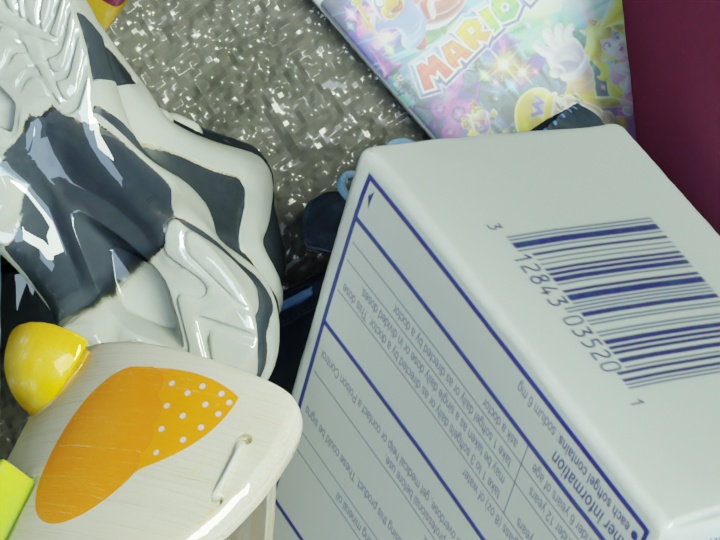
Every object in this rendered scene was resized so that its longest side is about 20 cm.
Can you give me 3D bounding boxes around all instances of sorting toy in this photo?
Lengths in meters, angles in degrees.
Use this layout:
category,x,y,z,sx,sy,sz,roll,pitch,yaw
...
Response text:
category,x,y,z,sx,sy,sz,roll,pitch,yaw
sorting toy,-0.106,0.130,0.797,0.106,0.200,0.180,28,61,13

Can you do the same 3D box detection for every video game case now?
category,x,y,z,sx,sy,sz,roll,pitch,yaw
video game case,0.097,-0.075,0.969,0.143,0.018,0.200,-41,95,4

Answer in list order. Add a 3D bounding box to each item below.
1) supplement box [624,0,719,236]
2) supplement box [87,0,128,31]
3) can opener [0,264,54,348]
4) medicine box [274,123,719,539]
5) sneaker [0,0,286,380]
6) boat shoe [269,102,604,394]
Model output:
category,x,y,z,sx,sy,sz,roll,pitch,yaw
supplement box,0.202,-0.056,0.894,0.199,0.103,0.132,-8,97,-21
supplement box,-0.085,-0.197,0.860,0.130,0.103,0.200,31,136,-4
can opener,-0.180,-0.001,0.956,0.198,0.053,0.067,-2,97,0
medicine box,0.060,0.087,0.845,0.102,0.182,0.201,-7,131,-30
sneaker,-0.089,-0.038,0.892,0.079,0.130,0.199,-42,83,6
boat shoe,0.000,0.000,0.937,0.200,0.084,0.069,-38,82,10
